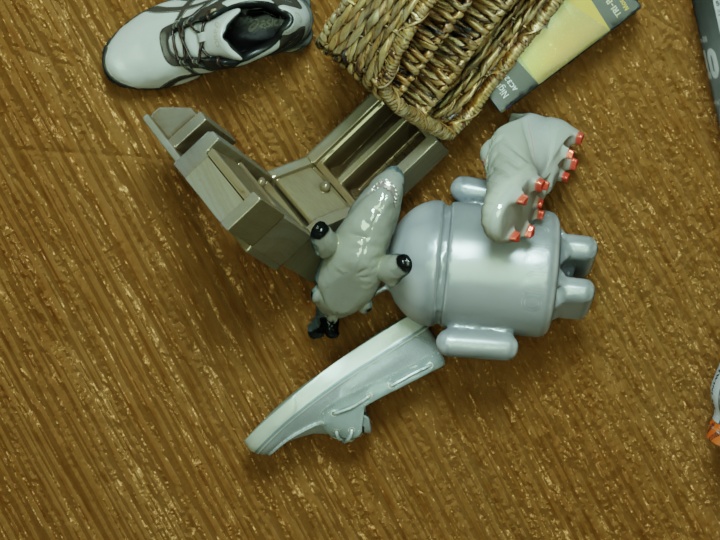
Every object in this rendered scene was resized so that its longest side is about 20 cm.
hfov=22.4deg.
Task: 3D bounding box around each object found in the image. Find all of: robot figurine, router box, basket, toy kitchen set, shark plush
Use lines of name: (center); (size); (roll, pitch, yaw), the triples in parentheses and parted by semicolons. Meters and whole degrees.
robot figurine: (0.109, -0.003, 1.621); (0.199, 0.113, 0.171); (5, 67, 2)
router box: (0.129, -0.267, 1.623); (0.157, 0.052, 0.200); (-37, 93, 6)
basket: (0.078, -0.223, 1.532); (0.149, 0.143, 0.200); (40, 99, 0)
toy kitchen set: (-0.064, -0.123, 1.584); (0.180, 0.200, 0.163); (-43, 68, 6)
shark plush: (0.000, 0.000, 1.611); (0.090, 0.084, 0.201); (12, 138, 3)

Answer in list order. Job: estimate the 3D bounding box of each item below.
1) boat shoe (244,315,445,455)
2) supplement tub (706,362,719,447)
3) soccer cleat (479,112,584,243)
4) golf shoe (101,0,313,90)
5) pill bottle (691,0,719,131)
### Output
boat shoe: (-0.012, 0.120, 1.661); (0.200, 0.070, 0.072); (-35, 88, 3)
supplement tub: (0.388, 0.075, 1.613); (0.122, 0.123, 0.201); (22, 96, 0)
soccer cleat: (0.132, -0.082, 1.581); (0.077, 0.200, 0.070); (19, 122, 15)
golf shoe: (-0.142, -0.211, 1.621); (0.199, 0.095, 0.078); (-16, 96, 6)
pill bottle: (0.352, -0.217, 1.588); (0.113, 0.114, 0.201); (-13, 95, 4)
